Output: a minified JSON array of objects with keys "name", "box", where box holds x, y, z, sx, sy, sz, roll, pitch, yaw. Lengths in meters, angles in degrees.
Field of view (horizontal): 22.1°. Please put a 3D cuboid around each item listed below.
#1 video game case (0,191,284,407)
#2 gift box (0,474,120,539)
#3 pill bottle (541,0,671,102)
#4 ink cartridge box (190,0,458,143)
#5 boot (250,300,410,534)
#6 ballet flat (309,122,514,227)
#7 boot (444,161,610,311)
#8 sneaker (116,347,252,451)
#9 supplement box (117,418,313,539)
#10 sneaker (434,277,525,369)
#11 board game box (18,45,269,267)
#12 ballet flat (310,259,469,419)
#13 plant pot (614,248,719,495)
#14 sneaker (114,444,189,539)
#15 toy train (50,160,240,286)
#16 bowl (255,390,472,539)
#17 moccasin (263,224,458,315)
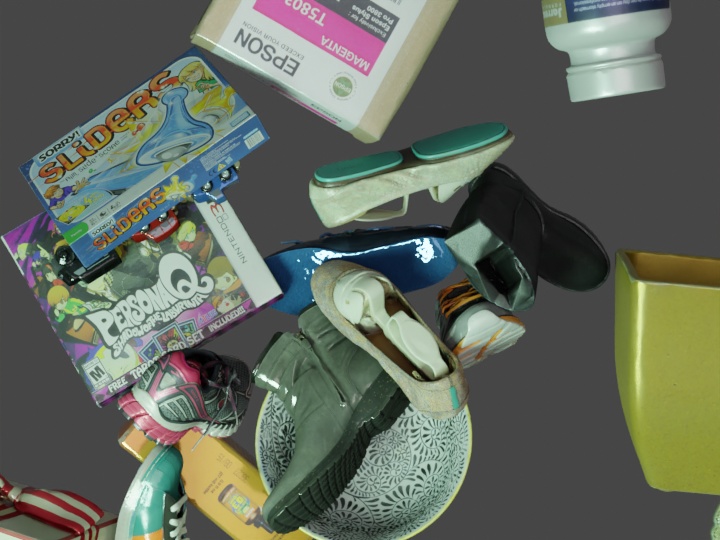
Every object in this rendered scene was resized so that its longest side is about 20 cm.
[{"name":"video game case","box":[-0.199,-0.003,1.691,0.199,0.036,0.182,-30,82,-5]},{"name":"gift box","box":[-0.327,0.268,1.637,0.183,0.200,0.188,15,96,9]},{"name":"pill bottle","box":[0.225,-0.262,1.710,0.119,0.120,0.201,-9,94,-7]},{"name":"ink cartridge box","box":[-0.032,-0.236,1.699,0.199,0.075,0.165,29,88,-9]},{"name":"boot","box":[-0.051,0.129,1.652,0.130,0.068,0.200,34,73,23]},{"name":"ballet flat","box":[0.050,-0.087,1.733,0.199,0.068,0.063,-14,115,0]},{"name":"boot","box":[0.156,-0.012,1.672,0.164,0.200,0.066,37,107,-5]},{"name":"sneaker","box":[-0.138,0.105,1.647,0.081,0.200,0.075,45,105,9]},{"name":"supplement box","box":[-0.130,0.193,1.718,0.200,0.069,0.067,41,89,-7]},{"name":"sneaker","box":[0.099,0.044,1.679,0.078,0.200,0.078,-25,85,-2]},{"name":"board game box","box":[-0.196,-0.105,1.657,0.200,0.135,0.035,-36,135,-6]},{"name":"ballet flat","box":[0.026,0.045,1.614,0.068,0.067,0.200,-38,61,-17]},{"name":"plant pot","box":[0.328,0.099,1.707,0.193,0.196,0.201,5,100,3]},{"name":"sneaker","box":[-0.179,0.252,1.657,0.079,0.071,0.201,19,107,9]},{"name":"toy train","box":[-0.186,-0.047,1.662,0.199,0.034,0.046,-34,85,-5]},{"name":"bowl","box":[0.009,0.165,1.706,0.199,0.094,0.202,-3,71,8]},{"name":"moccasin","box":[0.000,0.000,1.718,0.199,0.068,0.081,-5,109,15]}]
